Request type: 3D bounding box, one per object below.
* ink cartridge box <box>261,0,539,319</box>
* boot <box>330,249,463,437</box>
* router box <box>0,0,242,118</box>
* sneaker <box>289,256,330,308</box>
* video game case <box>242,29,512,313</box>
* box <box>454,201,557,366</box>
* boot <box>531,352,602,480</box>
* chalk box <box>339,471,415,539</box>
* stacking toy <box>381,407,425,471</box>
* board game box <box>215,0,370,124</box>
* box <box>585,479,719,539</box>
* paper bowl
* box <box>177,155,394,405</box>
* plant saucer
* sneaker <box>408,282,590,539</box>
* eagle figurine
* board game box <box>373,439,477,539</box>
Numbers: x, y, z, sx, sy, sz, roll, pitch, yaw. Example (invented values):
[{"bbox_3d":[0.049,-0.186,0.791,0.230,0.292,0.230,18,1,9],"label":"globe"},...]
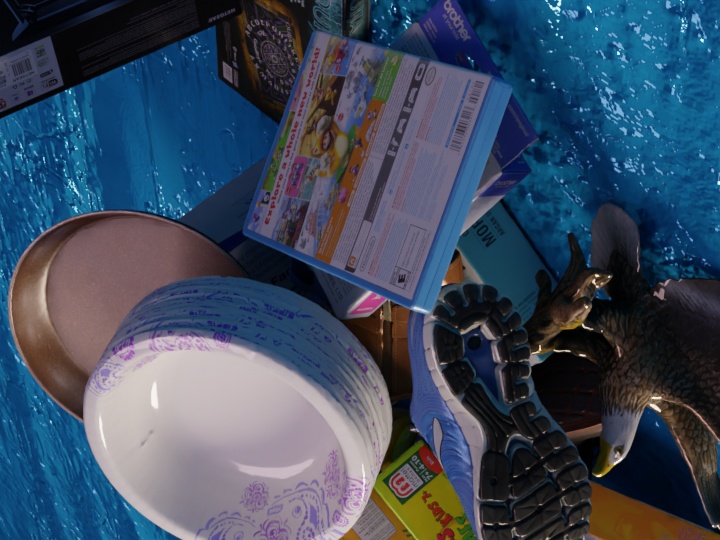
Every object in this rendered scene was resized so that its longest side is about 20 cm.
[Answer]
[{"bbox_3d":[0.030,-0.072,1.271,0.200,0.042,0.120,-43,65,36],"label":"ink cartridge box"},{"bbox_3d":[-0.007,0.043,1.382,0.199,0.077,0.156,9,131,27],"label":"boot"},{"bbox_3d":[-0.205,-0.200,1.373,0.157,0.199,0.052,52,160,39],"label":"router box"},{"bbox_3d":[0.000,0.000,1.448,0.082,0.074,0.200,-15,118,36],"label":"sneaker"},{"bbox_3d":[0.005,-0.066,1.224,0.018,0.144,0.200,18,-177,-37],"label":"video game case"},{"bbox_3d":[0.065,-0.024,1.370,0.200,0.049,0.082,55,154,-7],"label":"box"},{"bbox_3d":[0.153,0.110,1.403,0.097,0.075,0.200,35,158,-25],"label":"boot"},{"bbox_3d":[-0.010,0.219,1.491,0.124,0.125,0.200,50,-178,14],"label":"chalk box"},{"bbox_3d":[0.055,0.157,1.588,0.199,0.116,0.110,-10,119,49],"label":"stacking toy"},{"bbox_3d":[-0.050,-0.173,1.388,0.135,0.028,0.200,39,151,24],"label":"board game box"},{"bbox_3d":[0.169,0.183,1.390,0.199,0.042,0.119,20,163,22],"label":"box"},{"bbox_3d":[-0.077,0.088,1.325,0.199,0.105,0.201,11,131,12],"label":"paper bowl"},{"bbox_3d":[-0.071,0.043,1.529,0.105,0.184,0.201,16,137,53],"label":"box"},{"bbox_3d":[-0.150,0.036,1.402,0.199,0.035,0.201,7,124,10],"label":"plant saucer"},{"bbox_3d":[0.080,0.101,1.222,0.089,0.078,0.201,-172,65,-71],"label":"sneaker"},{"bbox_3d":[0.191,0.069,1.233,0.199,0.151,0.152,25,-158,-11],"label":"eagle figurine"},{"bbox_3d":[0.067,0.180,1.423,0.102,0.048,0.200,50,180,11],"label":"board game box"}]
